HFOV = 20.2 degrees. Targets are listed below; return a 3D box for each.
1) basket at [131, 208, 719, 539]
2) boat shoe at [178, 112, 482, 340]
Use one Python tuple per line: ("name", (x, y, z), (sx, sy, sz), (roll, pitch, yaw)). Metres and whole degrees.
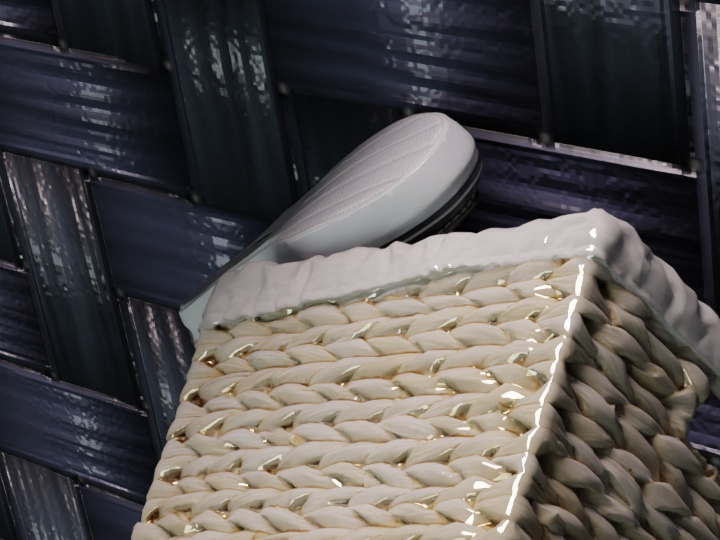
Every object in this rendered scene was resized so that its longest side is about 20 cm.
("basket", (0.045, 0.106, 0.704), (0.199, 0.162, 0.198), (-9, 139, 45))
("boat shoe", (0.000, 0.000, 0.795), (0.071, 0.072, 0.200), (46, 149, -7))
